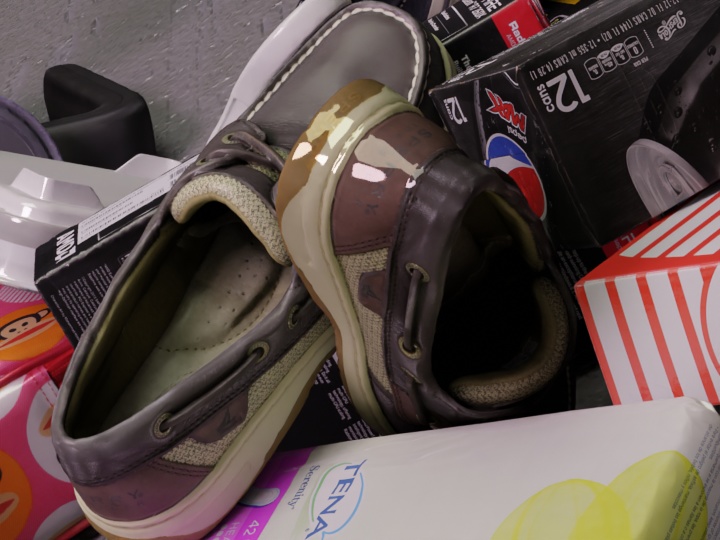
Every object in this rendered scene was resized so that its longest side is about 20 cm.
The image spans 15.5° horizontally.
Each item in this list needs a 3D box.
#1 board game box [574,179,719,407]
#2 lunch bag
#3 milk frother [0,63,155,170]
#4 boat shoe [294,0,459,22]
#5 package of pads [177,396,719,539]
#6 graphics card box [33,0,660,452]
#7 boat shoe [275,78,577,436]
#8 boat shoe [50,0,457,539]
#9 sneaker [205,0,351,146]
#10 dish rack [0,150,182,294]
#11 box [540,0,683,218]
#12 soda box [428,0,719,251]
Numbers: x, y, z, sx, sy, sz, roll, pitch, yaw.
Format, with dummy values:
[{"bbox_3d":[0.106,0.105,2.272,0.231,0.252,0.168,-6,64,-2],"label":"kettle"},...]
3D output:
[{"bbox_3d":[0.181,-0.022,0.804,0.151,0.047,0.200,-9,17,40],"label":"board game box"},{"bbox_3d":[-0.180,0.074,1.065,0.200,0.082,0.176,-34,21,-11],"label":"lunch bag"},{"bbox_3d":[-0.214,-0.101,1.279,0.180,0.201,0.188,-32,25,-12],"label":"milk frother"},{"bbox_3d":[0.013,-0.123,1.128,0.075,0.062,0.200,-67,9,-17],"label":"boat shoe"},{"bbox_3d":[0.014,0.115,0.775,0.199,0.068,0.155,-10,33,37],"label":"package of pads"},{"bbox_3d":[0.000,0.000,0.931,0.199,0.126,0.051,-31,17,2],"label":"graphics card box"},{"bbox_3d":[0.033,0.019,0.816,0.065,0.200,0.073,33,79,32],"label":"boat shoe"},{"bbox_3d":[-0.031,-0.008,0.835,0.072,0.066,0.201,22,70,24],"label":"boat shoe"},{"bbox_3d":[-0.006,-0.041,1.095,0.071,0.099,0.200,-43,-4,-15],"label":"sneaker"},{"bbox_3d":[-0.102,-0.021,1.061,0.200,0.171,0.044,25,103,60],"label":"dish rack"},{"bbox_3d":[0.139,-0.103,1.061,0.200,0.049,0.160,-39,24,-16],"label":"box"},{"bbox_3d":[0.127,-0.077,0.862,0.199,0.064,0.071,-29,8,-21],"label":"soda box"}]
